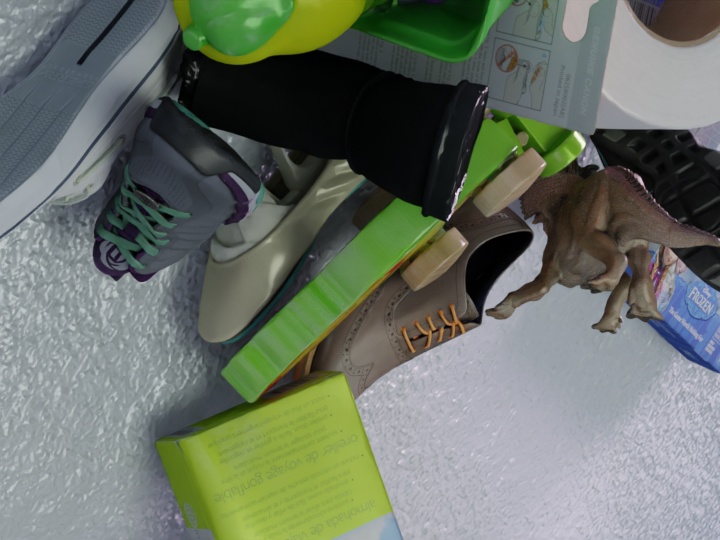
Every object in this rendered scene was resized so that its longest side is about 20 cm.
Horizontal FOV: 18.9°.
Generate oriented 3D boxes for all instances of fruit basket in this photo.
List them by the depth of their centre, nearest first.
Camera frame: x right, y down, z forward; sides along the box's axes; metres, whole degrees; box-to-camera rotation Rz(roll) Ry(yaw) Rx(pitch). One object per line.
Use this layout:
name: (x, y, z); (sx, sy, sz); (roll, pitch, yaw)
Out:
fruit basket: (-0.021, -0.186, 1.104); (0.216, 0.216, 0.156); (-7, 117, -49)

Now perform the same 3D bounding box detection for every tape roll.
tape roll: (0.168, -0.182, 1.265); (0.202, 0.071, 0.203); (-2, 94, -34)

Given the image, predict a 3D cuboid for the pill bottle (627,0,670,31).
pill bottle: (0.158, -0.216, 1.366); (0.112, 0.112, 0.200); (19, 82, -54)

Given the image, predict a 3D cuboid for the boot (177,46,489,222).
boot: (-0.018, -0.085, 1.139); (0.198, 0.162, 0.073); (-57, 165, -86)

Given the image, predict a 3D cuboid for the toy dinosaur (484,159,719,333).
toy dinosaur: (0.158, -0.035, 1.454); (0.086, 0.200, 0.136); (17, 70, -26)

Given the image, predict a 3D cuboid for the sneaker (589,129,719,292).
sneaker: (0.223, -0.057, 1.501); (0.075, 0.200, 0.079); (-29, 150, -4)

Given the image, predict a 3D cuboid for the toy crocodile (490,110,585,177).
toy crocodile: (0.133, -0.124, 1.455); (0.068, 0.062, 0.200); (50, 62, -15)

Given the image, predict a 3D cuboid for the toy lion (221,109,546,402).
toy lion: (0.000, 0.000, 1.299); (0.192, 0.069, 0.200); (-42, 177, -30)

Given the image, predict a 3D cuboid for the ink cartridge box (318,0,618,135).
ink cartridge box: (0.068, -0.174, 1.207); (0.057, 0.200, 0.163); (-15, 117, -56)

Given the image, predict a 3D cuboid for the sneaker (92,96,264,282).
sneaker: (-0.104, -0.030, 1.151); (0.088, 0.074, 0.200); (-48, 177, -8)

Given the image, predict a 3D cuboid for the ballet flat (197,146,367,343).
ballet flat: (-0.045, -0.048, 1.292); (0.200, 0.069, 0.069); (-51, 143, -18)

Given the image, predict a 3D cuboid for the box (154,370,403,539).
box: (-0.035, 0.176, 1.346); (0.122, 0.048, 0.200); (-22, 96, -24)

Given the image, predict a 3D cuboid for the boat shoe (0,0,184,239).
boat shoe: (-0.155, -0.065, 1.125); (0.200, 0.074, 0.067); (-47, 141, -20)

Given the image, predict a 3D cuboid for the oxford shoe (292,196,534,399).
oxford shoe: (0.034, 0.024, 1.414); (0.200, 0.073, 0.071); (-49, 142, -17)

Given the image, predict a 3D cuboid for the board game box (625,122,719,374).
board game box: (0.286, -0.040, 1.708); (0.199, 0.043, 0.200); (-60, 144, -5)
